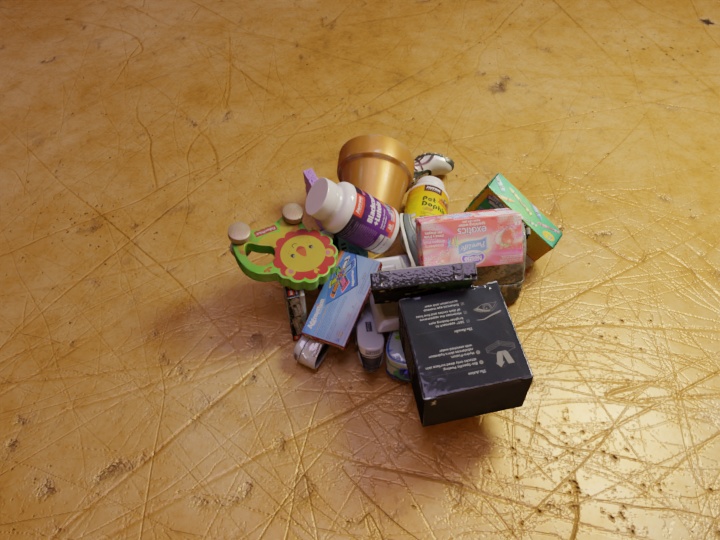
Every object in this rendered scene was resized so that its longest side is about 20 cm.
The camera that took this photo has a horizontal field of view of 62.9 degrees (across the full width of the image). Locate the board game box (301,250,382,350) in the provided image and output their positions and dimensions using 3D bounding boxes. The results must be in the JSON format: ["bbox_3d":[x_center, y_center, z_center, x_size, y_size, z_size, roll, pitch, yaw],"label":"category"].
[{"bbox_3d":[-0.037,0.058,1.215,0.100,0.020,0.204,15,64,21],"label":"board game box"}]

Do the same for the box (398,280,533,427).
[{"bbox_3d":[0.180,0.149,1.062,0.190,0.119,0.204,-10,53,-4],"label":"box"}]

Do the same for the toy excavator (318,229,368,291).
[{"bbox_3d":[0.000,0.000,1.334,0.193,0.101,0.198,-3,48,-12],"label":"toy excavator"}]

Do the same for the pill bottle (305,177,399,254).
[{"bbox_3d":[-0.018,-0.121,1.270,0.197,0.112,0.113,23,34,-35],"label":"pill bottle"}]

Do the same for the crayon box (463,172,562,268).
[{"bbox_3d":[0.343,-0.108,1.335,0.200,0.119,0.058,44,58,3],"label":"crayon box"}]

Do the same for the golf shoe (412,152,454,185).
[{"bbox_3d":[0.155,-0.266,1.585,0.193,0.078,0.091,3,67,9],"label":"golf shoe"}]

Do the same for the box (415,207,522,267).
[{"bbox_3d":[0.211,-0.061,1.156,0.193,0.098,0.103,-6,11,0],"label":"box"}]

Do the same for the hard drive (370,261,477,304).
[{"bbox_3d":[0.117,0.024,1.120,0.193,0.140,0.039,-6,76,4],"label":"hard drive"}]

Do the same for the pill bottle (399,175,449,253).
[{"bbox_3d":[0.158,-0.135,1.427,0.106,0.111,0.204,6,48,9],"label":"pill bottle"}]

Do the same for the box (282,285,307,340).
[{"bbox_3d":[-0.150,0.028,1.278,0.039,0.139,0.203,-10,47,-9],"label":"box"}]

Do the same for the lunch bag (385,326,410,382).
[{"bbox_3d":[0.150,0.158,1.181,0.194,0.084,0.163,10,48,12],"label":"lunch bag"}]

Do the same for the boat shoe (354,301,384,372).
[{"bbox_3d":[0.020,0.135,1.221,0.069,0.070,0.201,-1,27,-4],"label":"boat shoe"}]

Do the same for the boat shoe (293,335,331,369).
[{"bbox_3d":[-0.058,0.120,1.235,0.065,0.073,0.200,26,56,24],"label":"boat shoe"}]

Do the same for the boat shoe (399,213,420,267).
[{"bbox_3d":[0.132,-0.041,1.281,0.060,0.073,0.205,-18,61,7],"label":"boat shoe"}]

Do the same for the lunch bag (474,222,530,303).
[{"bbox_3d":[0.263,-0.025,1.283,0.193,0.170,0.142,-3,47,-1],"label":"lunch bag"}]

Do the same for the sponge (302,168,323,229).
[{"bbox_3d":[-0.093,-0.147,1.451,0.029,0.113,0.202,-17,48,-14],"label":"sponge"}]

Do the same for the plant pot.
[{"bbox_3d":[0.029,-0.195,1.448,0.194,0.202,0.188,5,63,8],"label":"plant pot"}]

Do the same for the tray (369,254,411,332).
[{"bbox_3d":[0.068,0.038,1.228,0.104,0.023,0.203,-8,46,-4],"label":"tray"}]

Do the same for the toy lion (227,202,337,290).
[{"bbox_3d":[-0.152,-0.035,1.206,0.196,0.070,0.194,-21,59,-21],"label":"toy lion"}]
